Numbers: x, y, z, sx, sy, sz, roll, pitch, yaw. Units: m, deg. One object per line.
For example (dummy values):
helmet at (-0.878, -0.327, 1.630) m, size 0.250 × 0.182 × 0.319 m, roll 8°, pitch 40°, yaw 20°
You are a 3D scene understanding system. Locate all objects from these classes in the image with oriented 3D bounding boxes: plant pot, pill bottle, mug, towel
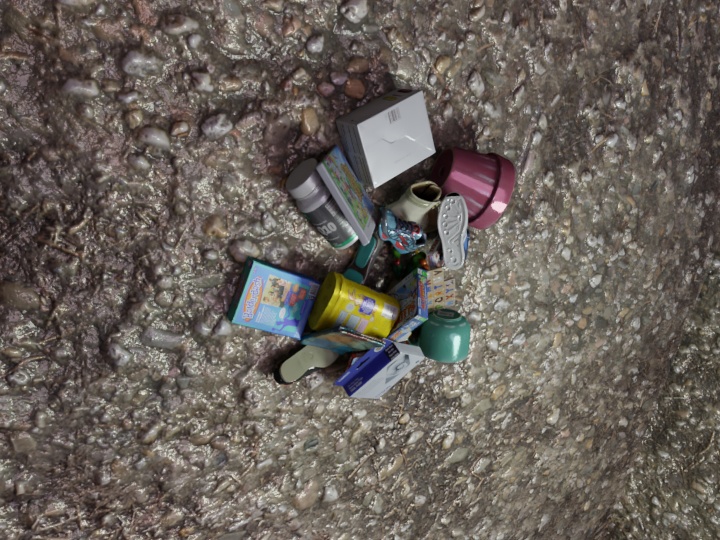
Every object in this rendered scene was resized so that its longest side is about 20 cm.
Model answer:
plant pot at (0.287, -0.236, 1.441) m, size 0.174 × 0.200 × 0.207 m, roll 19°, pitch 96°, yaw -20°
pill bottle at (-0.081, -0.156, 1.262) m, size 0.114 × 0.112 × 0.201 m, roll -48°, pitch 125°, yaw -9°
mug at (0.235, 0.183, 1.564) m, size 0.179 × 0.151 × 0.119 m, roll -7°, pitch 110°, yaw -31°
towel at (-0.049, 0.175, 1.320) m, size 0.143 × 0.198 × 0.023 m, roll 20°, pitch 67°, yaw -30°

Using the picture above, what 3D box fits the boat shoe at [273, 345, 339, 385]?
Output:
boat shoe at (-0.138, 0.234, 1.394) m, size 0.198 × 0.063 × 0.076 m, roll -24°, pitch 85°, yaw -39°

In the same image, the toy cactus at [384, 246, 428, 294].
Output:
toy cactus at (0.134, 0.023, 1.489) m, size 0.166 × 0.102 × 0.200 m, roll -47°, pitch 134°, yaw 1°

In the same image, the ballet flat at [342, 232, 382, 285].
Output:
ballet flat at (0.000, 0.000, 1.403) m, size 0.205 × 0.066 × 0.063 m, roll -62°, pitch 157°, yaw 3°

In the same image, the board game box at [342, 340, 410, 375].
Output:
board game box at (0.043, 0.250, 1.462) m, size 0.194 × 0.020 × 0.106 m, roll -7°, pitch 130°, yaw -36°

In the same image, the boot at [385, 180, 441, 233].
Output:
boot at (0.169, -0.165, 1.398) m, size 0.194 × 0.154 × 0.075 m, roll 3°, pitch 65°, yaw -31°

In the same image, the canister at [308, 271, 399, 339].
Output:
canister at (-0.014, 0.105, 1.347) m, size 0.195 × 0.087 × 0.151 m, roll 21°, pitch 113°, yaw -26°

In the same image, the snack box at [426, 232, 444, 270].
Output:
snack box at (0.235, -0.074, 1.497) m, size 0.202 × 0.024 × 0.074 m, roll -55°, pitch 136°, yaw -41°

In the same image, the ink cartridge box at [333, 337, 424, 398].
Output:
ink cartridge box at (0.052, 0.265, 1.419) m, size 0.199 × 0.041 × 0.198 m, roll -44°, pitch 146°, yaw 18°

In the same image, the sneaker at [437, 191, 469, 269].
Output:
sneaker at (0.249, -0.116, 1.417) m, size 0.077 × 0.147 × 0.208 m, roll 0°, pitch 109°, yaw 15°

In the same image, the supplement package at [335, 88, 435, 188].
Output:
supplement package at (0.062, -0.325, 1.299) m, size 0.197 × 0.110 × 0.160 m, roll -32°, pitch 122°, yaw -21°

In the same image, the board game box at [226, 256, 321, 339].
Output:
board game box at (-0.207, 0.070, 1.298) m, size 0.196 × 0.045 × 0.157 m, roll 20°, pitch 95°, yaw -37°

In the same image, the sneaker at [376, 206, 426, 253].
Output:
sneaker at (0.107, -0.107, 1.335) m, size 0.199 × 0.092 × 0.083 m, roll 30°, pitch 59°, yaw -57°

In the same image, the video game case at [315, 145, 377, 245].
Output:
video game case at (-0.024, -0.178, 1.234) m, size 0.022 × 0.183 × 0.203 m, roll -27°, pitch 107°, yaw 20°

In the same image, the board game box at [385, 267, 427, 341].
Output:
board game box at (0.103, 0.102, 1.385) m, size 0.034 × 0.200 × 0.139 m, roll 20°, pitch 51°, yaw -23°

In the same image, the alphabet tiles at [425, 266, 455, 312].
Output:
alphabet tiles at (0.185, 0.062, 1.486) m, size 0.161 × 0.008 × 0.203 m, roll -15°, pitch 143°, yaw -1°

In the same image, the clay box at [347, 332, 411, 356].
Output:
clay box at (0.047, 0.215, 1.514) m, size 0.201 × 0.047 × 0.115 m, roll -49°, pitch 128°, yaw -9°
